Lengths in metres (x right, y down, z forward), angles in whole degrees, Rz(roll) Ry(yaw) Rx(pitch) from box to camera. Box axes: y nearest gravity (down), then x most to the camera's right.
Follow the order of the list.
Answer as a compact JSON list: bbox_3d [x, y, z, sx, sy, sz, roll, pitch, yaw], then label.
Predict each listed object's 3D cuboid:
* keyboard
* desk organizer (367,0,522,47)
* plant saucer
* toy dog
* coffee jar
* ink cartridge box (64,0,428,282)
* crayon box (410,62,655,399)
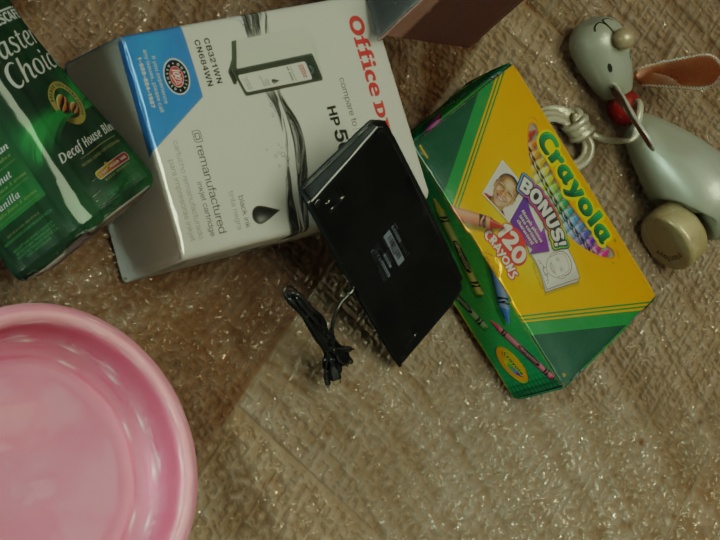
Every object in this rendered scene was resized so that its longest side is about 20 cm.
[{"bbox_3d":[0.000,0.000,1.480,0.127,0.021,0.200,-49,144,-15],"label":"keyboard"},{"bbox_3d":[0.038,-0.251,1.526,0.077,0.072,0.201,4,60,-37],"label":"desk organizer"},{"bbox_3d":[-0.194,0.122,1.367,0.200,0.051,0.201,8,75,-32],"label":"plant saucer"},{"bbox_3d":[0.231,-0.095,1.679,0.200,0.096,0.132,40,60,-21],"label":"toy dog"},{"bbox_3d":[-0.219,-0.100,1.364,0.200,0.085,0.104,52,33,-5],"label":"coffee jar"},{"bbox_3d":[-0.071,-0.088,1.479,0.200,0.084,0.146,-16,89,-36],"label":"ink cartridge box"},{"bbox_3d":[0.107,-0.027,1.599,0.119,0.058,0.200,-40,102,-36],"label":"crayon box"}]
